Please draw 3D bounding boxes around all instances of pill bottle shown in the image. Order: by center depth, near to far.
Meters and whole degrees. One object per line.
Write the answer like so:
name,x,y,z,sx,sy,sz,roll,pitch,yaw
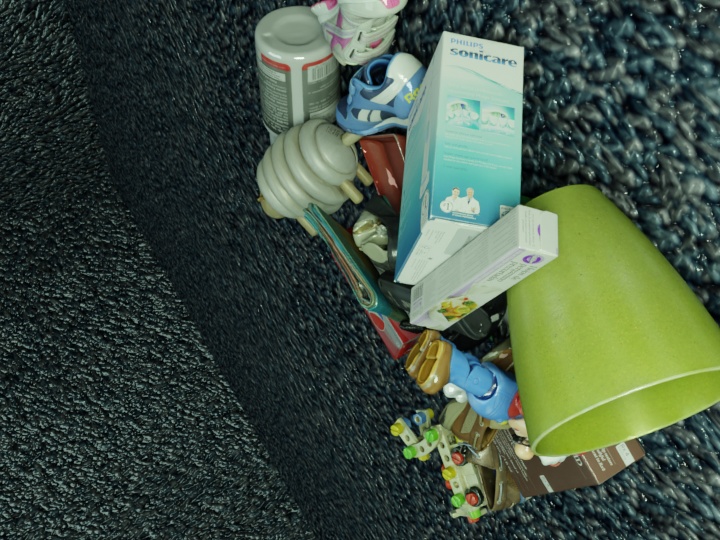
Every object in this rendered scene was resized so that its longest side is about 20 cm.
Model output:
pill bottle,-0.083,-0.249,1.216,0.114,0.113,0.201,52,156,32

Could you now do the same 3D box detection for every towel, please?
towel,0.000,0.000,1.082,0.147,0.022,0.200,57,-174,16

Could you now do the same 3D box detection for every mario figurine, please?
mario figurine,0.137,0.140,0.861,0.106,0.199,0.124,-54,15,39

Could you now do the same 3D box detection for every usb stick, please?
usb stick,0.075,0.034,0.953,0.055,0.033,0.200,43,171,-23

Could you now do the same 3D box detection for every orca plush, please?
orca plush,0.094,0.061,1.008,0.106,0.071,0.200,57,152,-11

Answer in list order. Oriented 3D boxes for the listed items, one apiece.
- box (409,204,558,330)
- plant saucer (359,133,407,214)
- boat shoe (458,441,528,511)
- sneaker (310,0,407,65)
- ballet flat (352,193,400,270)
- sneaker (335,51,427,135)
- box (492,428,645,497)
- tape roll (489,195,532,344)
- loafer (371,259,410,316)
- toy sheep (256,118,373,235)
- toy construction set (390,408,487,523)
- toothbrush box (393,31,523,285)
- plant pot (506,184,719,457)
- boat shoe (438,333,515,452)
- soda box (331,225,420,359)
box,0.103,0.003,0.780,0.200,0.038,0.042,136,141,-58
plant saucer,0.067,-0.081,1.106,0.200,0.036,0.202,-150,37,-76
boat shoe,0.175,0.236,1.190,0.072,0.072,0.202,5,118,67
sneaker,0.010,-0.284,1.007,0.089,0.081,0.200,68,168,-14
ballet flat,0.027,-0.046,1.091,0.200,0.072,0.074,-130,22,-64
sneaker,0.022,-0.211,1.029,0.082,0.074,0.199,46,160,-24
box,0.228,0.196,1.012,0.101,0.074,0.200,61,158,11
tape roll,0.181,0.019,0.958,0.201,0.048,0.201,52,157,32
loafer,0.073,0.052,1.236,0.200,0.069,0.070,53,157,30
toy sheep,-0.062,-0.132,1.168,0.199,0.137,0.139,-35,78,31
toy construction set,0.137,0.303,1.336,0.131,0.092,0.201,-22,101,46
toothbrush box,0.093,-0.100,0.848,0.147,0.084,0.202,113,163,-64
plant pot,0.204,0.034,0.770,0.188,0.185,0.201,105,152,-61
boat shoe,0.155,0.138,0.982,0.074,0.075,0.201,46,147,18
soda box,0.032,0.027,1.322,0.201,0.063,0.070,58,159,18
